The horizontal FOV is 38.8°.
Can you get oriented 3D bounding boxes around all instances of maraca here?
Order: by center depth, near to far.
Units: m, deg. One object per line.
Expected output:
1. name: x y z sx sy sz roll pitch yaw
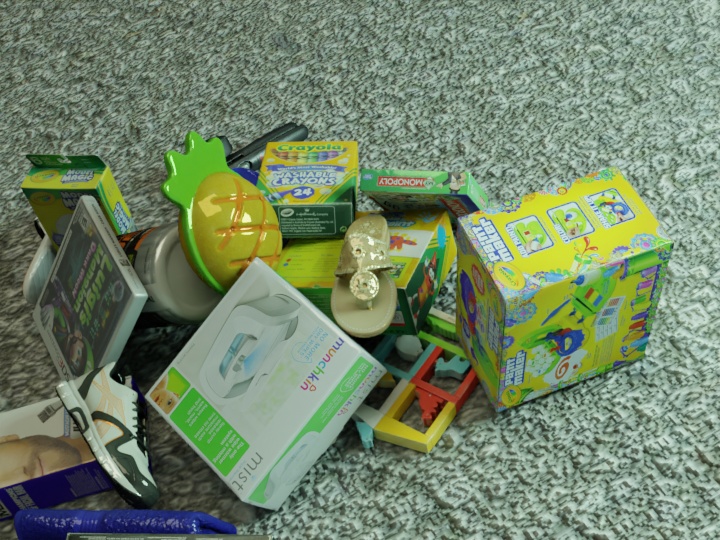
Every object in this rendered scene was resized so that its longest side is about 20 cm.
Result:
1. maraca: -0.158 -0.059 1.167 0.106 0.202 0.138 -12 27 34

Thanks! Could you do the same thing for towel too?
1. towel: -0.236 0.277 1.047 0.196 0.148 0.051 -2 70 11

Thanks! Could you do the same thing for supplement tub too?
1. supplement tub: -0.259 0.010 1.276 0.198 0.123 0.123 -8 38 46

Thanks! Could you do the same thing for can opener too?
1. can opener: -0.160 -0.169 1.501 0.198 0.080 0.063 -26 38 -24

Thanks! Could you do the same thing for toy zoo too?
1. toy zoo: 0.062 0.130 1.189 0.130 0.021 0.201 21 56 30

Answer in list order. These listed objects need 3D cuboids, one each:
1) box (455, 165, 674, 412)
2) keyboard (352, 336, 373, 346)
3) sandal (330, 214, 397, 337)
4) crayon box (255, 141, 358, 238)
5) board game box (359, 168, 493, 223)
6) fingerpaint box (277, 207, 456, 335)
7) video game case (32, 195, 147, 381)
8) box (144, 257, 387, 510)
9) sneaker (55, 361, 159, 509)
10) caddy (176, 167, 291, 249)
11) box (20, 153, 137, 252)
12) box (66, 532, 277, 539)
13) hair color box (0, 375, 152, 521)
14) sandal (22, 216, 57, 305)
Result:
1. box: 0.212 0.023 1.109 0.189 0.202 0.123 -18 51 -11
2. keyboard: -0.016 0.068 1.264 0.199 0.040 0.103 -38 37 -28
3. sandal: -0.002 -0.017 1.144 0.076 0.070 0.213 -12 34 11
4. crayon box: -0.067 -0.115 1.321 0.123 0.052 0.201 -1 32 3
5. board game box: 0.088 -0.090 1.281 0.132 0.200 0.030 4 83 17
6. fingerpaint box: 0.000 0.000 1.253 0.197 0.074 0.168 -1 36 26
7. video game case: -0.337 0.044 1.252 0.023 0.202 0.183 2 40 -43
8. box: -0.102 0.126 1.121 0.176 0.097 0.201 40 89 28
9. sneaker: -0.262 0.172 1.111 0.079 0.074 0.200 -30 51 -17
10. caddy: -0.165 -0.049 1.360 0.139 0.106 0.200 -12 40 -30
11. box: -0.367 -0.072 1.361 0.115 0.202 0.049 2 46 16
12. box: -0.151 0.291 0.967 0.196 0.194 0.048 -2 65 11
13. hair color box: -0.348 0.207 1.190 0.197 0.065 0.110 -17 46 0
14. sandal: -0.437 -0.045 1.438 0.058 0.080 0.209 8 52 17
